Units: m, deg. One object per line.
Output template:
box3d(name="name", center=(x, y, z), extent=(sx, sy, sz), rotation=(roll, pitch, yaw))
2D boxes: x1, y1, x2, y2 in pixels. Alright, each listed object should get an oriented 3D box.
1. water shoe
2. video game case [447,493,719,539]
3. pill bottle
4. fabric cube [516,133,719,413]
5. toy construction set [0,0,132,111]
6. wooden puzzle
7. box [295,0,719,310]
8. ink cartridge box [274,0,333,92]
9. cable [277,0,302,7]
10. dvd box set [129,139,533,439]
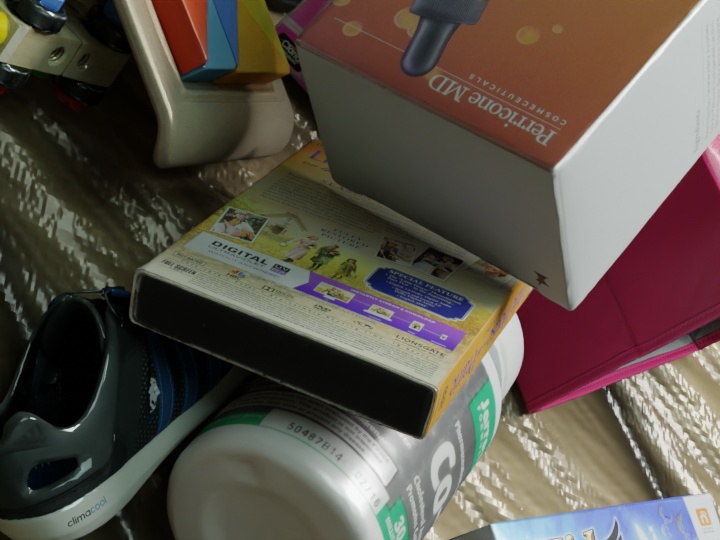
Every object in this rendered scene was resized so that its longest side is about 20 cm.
box3d(name="water shoe", center=(-0.103, 0.036, 0.741), extent=(0.200, 0.071, 0.079), rotation=(-56, 140, -44))
box3d(name="video game case", center=(0.151, 0.225, 0.908), extent=(0.199, 0.045, 0.182), rotation=(0, 66, -42))
box3d(name="pill bottle", center=(0.001, 0.077, 0.798), extent=(0.113, 0.113, 0.200), rotation=(52, 40, -7))
box3d(name="fabric cube", center=(0.184, -0.057, 0.981), extent=(0.196, 0.200, 0.200), rotation=(-12, 75, -44))
box3d(name="toy construction set", center=(-0.178, -0.147, 0.789), extent=(0.131, 0.092, 0.200), rotation=(44, 31, 21))
box3d(name="wooden puzzle", center=(-0.088, -0.156, 0.830), extent=(0.185, 0.037, 0.201), rotation=(-21, 95, -74))
box3d(name="box", center=(0.094, -0.110, 0.775), extent=(0.152, 0.107, 0.200), rotation=(29, 65, 28))
box3d(name="ink cartridge box", center=(0.046, -0.161, 0.915), extent=(0.095, 0.200, 0.037), rotation=(47, 21, -10))
box3d(name="cable", center=(0.024, -0.183, 1.014), extent=(0.199, 0.050, 0.098), rotation=(19, 51, -34))
box3d(name="dvd box set", center=(0.000, 0.000, 0.771), extent=(0.146, 0.030, 0.200), rotation=(21, 28, 13))
